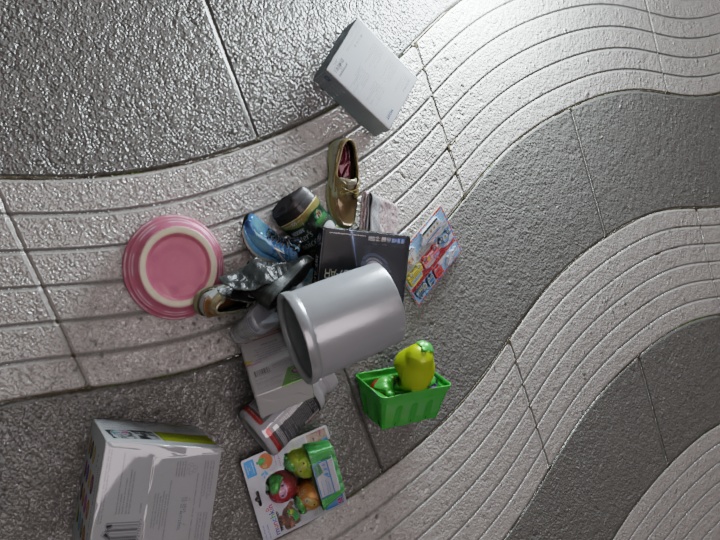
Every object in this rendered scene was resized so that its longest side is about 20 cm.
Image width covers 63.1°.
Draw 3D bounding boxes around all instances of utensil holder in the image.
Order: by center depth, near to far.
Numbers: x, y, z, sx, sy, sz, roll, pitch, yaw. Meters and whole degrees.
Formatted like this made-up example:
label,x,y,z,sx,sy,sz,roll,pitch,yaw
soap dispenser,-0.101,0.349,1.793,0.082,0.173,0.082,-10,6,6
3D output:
label,x,y,z,sx,sy,sz,roll,pitch,yaw
utensil holder,-0.035,0.094,1.089,0.195,0.169,0.175,-18,98,-21

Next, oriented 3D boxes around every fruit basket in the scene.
label,x,y,z,sx,sy,sz,roll,pitch,yaw
fruit basket,-0.135,0.452,1.240,0.196,0.093,0.191,-18,98,-25
fruit basket,0.105,0.242,1.342,0.210,0.155,0.222,-9,109,-28

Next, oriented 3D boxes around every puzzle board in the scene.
label,x,y,z,sx,sy,sz,roll,pitch,yaw
puzzle board,0.170,-0.036,1.441,0.201,0.017,0.152,-49,127,-22

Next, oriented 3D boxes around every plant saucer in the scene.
label,x,y,z,sx,sy,sz,roll,pitch,yaw
plant saucer,-0.357,-0.007,1.139,0.196,0.050,0.207,0,89,-31

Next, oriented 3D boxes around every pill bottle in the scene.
label,x,y,z,sx,sy,sz,roll,pitch,yaw
pill bottle,-0.145,0.272,1.221,0.199,0.115,0.117,-41,108,-24

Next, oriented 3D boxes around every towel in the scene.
label,x,y,z,sx,sy,sz,roll,pitch,yaw
towel,0.041,-0.063,1.325,0.190,0.031,0.207,12,83,-67

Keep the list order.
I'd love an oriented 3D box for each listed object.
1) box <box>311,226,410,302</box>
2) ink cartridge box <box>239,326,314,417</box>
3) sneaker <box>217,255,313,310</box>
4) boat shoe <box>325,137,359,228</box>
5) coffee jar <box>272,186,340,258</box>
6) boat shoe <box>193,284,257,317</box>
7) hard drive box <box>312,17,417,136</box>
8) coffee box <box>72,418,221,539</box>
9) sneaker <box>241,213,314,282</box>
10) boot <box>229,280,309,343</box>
label,x,y,z,sx,sy,sz,roll,pitch,yaw
box,0.000,0.000,1.204,0.194,0.043,0.166,5,96,-22
ink cartridge box,-0.175,0.180,1.182,0.114,0.202,0.069,-17,132,-12
sneaker,-0.178,0.005,1.132,0.103,0.061,0.200,33,42,8
boat shoe,-0.036,-0.196,1.318,0.072,0.066,0.207,-7,93,-29
coffee jar,-0.096,-0.081,1.259,0.201,0.103,0.086,49,52,-19
boat shoe,-0.234,0.047,1.172,0.198,0.067,0.077,-30,122,-45
hard drive box,0.014,-0.438,1.344,0.199,0.076,0.158,38,72,-24
coffee box,-0.380,0.388,1.037,0.196,0.196,0.206,12,82,-31
sneaker,-0.161,-0.054,1.219,0.199,0.089,0.080,42,35,-28
boot,-0.182,0.082,1.185,0.199,0.094,0.075,-29,90,-54
